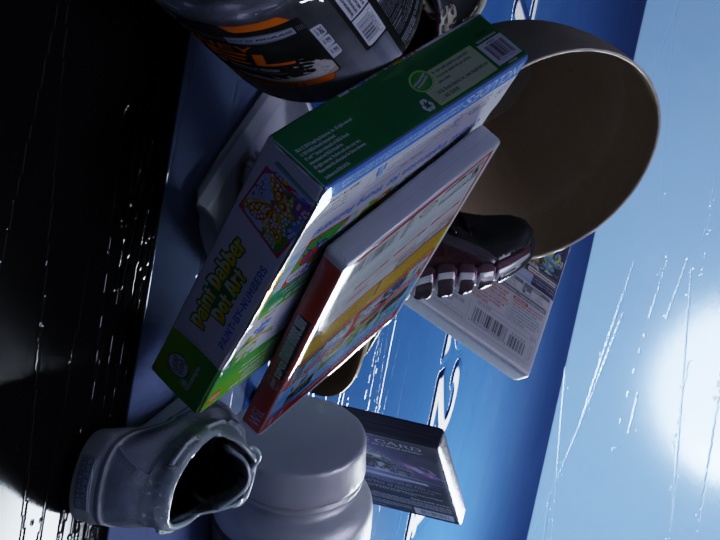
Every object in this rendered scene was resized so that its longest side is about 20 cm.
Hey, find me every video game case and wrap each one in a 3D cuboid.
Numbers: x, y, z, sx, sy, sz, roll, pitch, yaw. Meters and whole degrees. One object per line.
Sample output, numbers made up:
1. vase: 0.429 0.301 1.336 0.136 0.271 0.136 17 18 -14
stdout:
1. video game case: 0.092 -0.032 1.233 0.023 0.200 0.183 -26 -145 54
2. video game case: 0.003 0.010 0.858 0.143 0.017 0.200 -40 166 -35
3. video game case: 0.004 0.146 1.104 0.200 0.142 0.019 73 32 -62

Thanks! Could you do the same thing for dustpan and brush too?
1. dustpan and brush: -0.047 -0.009 0.936 0.201 0.057 0.140 88 22 -44

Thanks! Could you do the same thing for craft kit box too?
1. craft kit box: -0.011 -0.033 0.809 0.200 0.048 0.198 -36 162 -45

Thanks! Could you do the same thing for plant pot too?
1. plant pot: 0.125 -0.126 1.176 0.135 0.199 0.201 -122 -155 -45

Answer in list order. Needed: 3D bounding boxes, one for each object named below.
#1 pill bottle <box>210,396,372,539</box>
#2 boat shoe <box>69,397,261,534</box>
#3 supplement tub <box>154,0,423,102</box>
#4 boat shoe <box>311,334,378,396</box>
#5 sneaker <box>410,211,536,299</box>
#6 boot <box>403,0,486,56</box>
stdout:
1. pill bottle: -0.050 0.196 1.011 0.114 0.113 0.201 -53 152 -56
2. boat shoe: -0.099 0.120 0.843 0.201 0.071 0.070 -5 108 -75
3. supplement tub: -0.044 -0.162 0.693 0.200 0.122 0.123 32 73 -74
4. boat shoe: 0.000 0.000 1.118 0.201 0.073 0.063 -66 171 3
5. sneaker: 0.036 -0.042 1.027 0.076 0.199 0.116 -141 -138 -59
6. boot: 0.070 -0.259 1.108 0.154 0.073 0.204 -56 160 -54
